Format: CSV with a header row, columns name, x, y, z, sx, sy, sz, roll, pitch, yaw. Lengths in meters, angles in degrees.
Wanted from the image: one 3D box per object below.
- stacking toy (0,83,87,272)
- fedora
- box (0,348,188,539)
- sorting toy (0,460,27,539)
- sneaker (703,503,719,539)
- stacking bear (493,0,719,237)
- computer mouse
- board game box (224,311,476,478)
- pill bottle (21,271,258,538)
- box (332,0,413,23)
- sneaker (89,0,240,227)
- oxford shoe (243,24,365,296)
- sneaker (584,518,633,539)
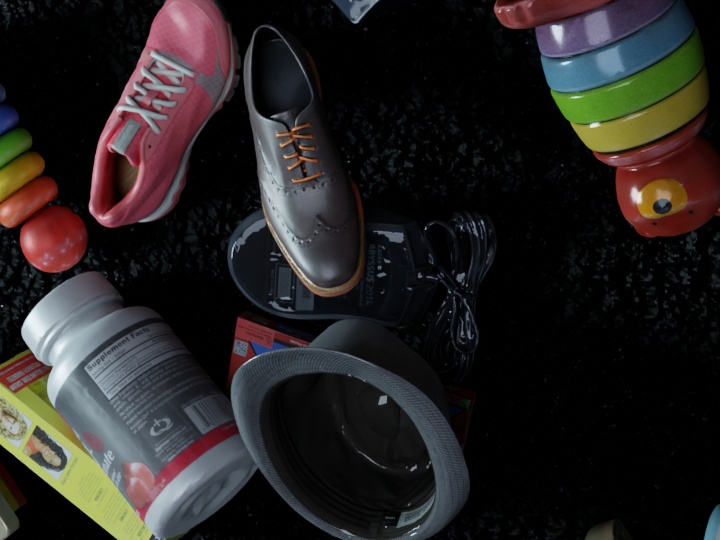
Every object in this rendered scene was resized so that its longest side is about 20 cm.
name,x,y,z,sx,sy,sz,roll,pitch,yaw
stacking toy,-0.288,-0.085,1.428,0.085,0.085,0.201,-31,96,28
fedora,0.004,0.107,1.319,0.175,0.091,0.201,-10,122,32
box,-0.222,0.150,1.473,0.199,0.075,0.050,37,114,10
sorting toy,-0.402,0.175,1.559,0.199,0.070,0.200,-34,90,28
sneaker,0.309,0.269,1.277,0.129,0.079,0.202,3,108,24
stacking bear,0.184,-0.115,1.198,0.120,0.114,0.201,-19,109,18
computer mouse,0.000,0.000,1.347,0.198,0.053,0.140,12,112,8
board game box,-0.013,0.111,1.401,0.198,0.019,0.104,18,113,17
pill bottle,-0.175,0.100,1.407,0.200,0.110,0.111,49,118,16
box,-0.010,-0.282,1.207,0.200,0.148,0.107,47,117,3
sneaker,-0.151,-0.116,1.352,0.073,0.087,0.202,27,114,12
oxford shoe,-0.047,-0.079,1.287,0.070,0.073,0.202,-19,75,3
sneaker,0.188,0.289,1.340,0.089,0.067,0.202,-21,100,22
